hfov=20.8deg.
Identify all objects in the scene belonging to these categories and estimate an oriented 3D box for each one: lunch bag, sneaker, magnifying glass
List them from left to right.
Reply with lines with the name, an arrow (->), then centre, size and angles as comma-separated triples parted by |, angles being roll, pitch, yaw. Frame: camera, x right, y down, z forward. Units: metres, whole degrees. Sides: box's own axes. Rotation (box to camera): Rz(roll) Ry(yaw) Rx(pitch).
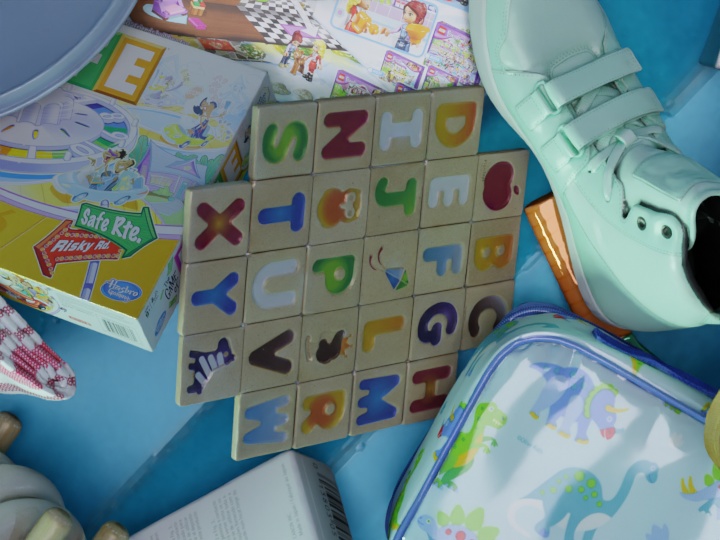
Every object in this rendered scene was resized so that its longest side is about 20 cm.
lunch bag -> 0.124, 0.119, 0.944 | 0.199, 0.082, 0.162 | 27, 100, -4
magnifying glass -> 0.135, 0.053, 0.983 | 0.079, 0.022, 0.201 | -25, 97, 4
sneaker -> 0.125, -0.066, 0.895 | 0.073, 0.118, 0.202 | -29, 103, -22

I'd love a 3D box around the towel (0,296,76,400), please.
towel -> -0.236, -0.001, 0.891 | 0.200, 0.145, 0.030 | 50, 56, -36

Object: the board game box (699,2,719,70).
board game box -> 0.266, -0.172, 0.936 | 0.150, 0.047, 0.202 | 16, 98, -2

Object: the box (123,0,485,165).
box -> -0.023, -0.149, 0.945 | 0.198, 0.039, 0.138 | 20, 98, -2

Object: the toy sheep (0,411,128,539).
toy sheep -> -0.188, 0.148, 0.939 | 0.200, 0.138, 0.138 | 40, 99, 33

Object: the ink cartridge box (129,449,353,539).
ink cartridge box -> -0.083, 0.204, 0.956 | 0.199, 0.050, 0.163 | -31, 55, 19

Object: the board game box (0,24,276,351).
board game box -> -0.155, -0.058, 0.900 | 0.198, 0.034, 0.135 | 19, 66, 16

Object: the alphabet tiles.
alphabet tiles -> 0.000, 0.000, 0.914 | 0.199, 0.006, 0.168 | -9, 112, -37

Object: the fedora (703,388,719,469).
fedora -> 0.234, 0.022, 0.852 | 0.199, 0.201, 0.082 | -20, 57, 3

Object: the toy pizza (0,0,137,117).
toy pizza -> -0.186, -0.149, 0.912 | 0.198, 0.032, 0.202 | -4, 65, 9
